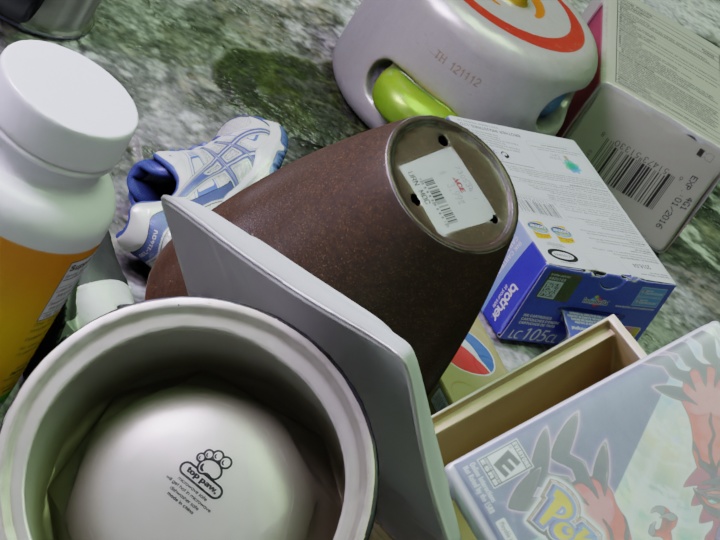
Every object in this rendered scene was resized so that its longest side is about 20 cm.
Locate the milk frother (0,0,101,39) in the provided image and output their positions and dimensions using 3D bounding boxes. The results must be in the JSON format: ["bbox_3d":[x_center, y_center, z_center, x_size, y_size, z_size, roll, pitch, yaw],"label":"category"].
[{"bbox_3d":[-0.241,-0.288,1.865,0.200,0.188,0.180,38,27,9],"label":"milk frother"}]

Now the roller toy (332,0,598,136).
[{"bbox_3d":[0.084,-0.170,2.082,0.182,0.140,0.200,16,31,-31],"label":"roller toy"}]

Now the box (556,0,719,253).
[{"bbox_3d":[0.223,-0.126,2.196,0.128,0.109,0.200,29,27,-9],"label":"box"}]

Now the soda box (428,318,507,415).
[{"bbox_3d":[0.039,0.051,1.763,0.068,0.064,0.200,13,34,-34],"label":"soda box"}]

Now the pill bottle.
[{"bbox_3d":[-0.202,-0.022,1.468,0.111,0.200,0.111,26,28,-15],"label":"pill bottle"}]

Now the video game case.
[{"bbox_3d":[0.170,0.152,1.458,0.182,0.023,0.200,-27,76,-16],"label":"video game case"}]

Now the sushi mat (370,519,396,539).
[{"bbox_3d":[-0.021,0.174,1.478,0.200,0.096,0.012,44,0,18],"label":"sushi mat"}]

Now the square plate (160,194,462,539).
[{"bbox_3d":[-0.018,0.065,1.463,0.028,0.200,0.198,-39,49,-23],"label":"square plate"}]

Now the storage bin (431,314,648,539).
[{"bbox_3d":[0.119,0.163,1.540,0.198,0.094,0.200,-28,58,-16],"label":"storage bin"}]

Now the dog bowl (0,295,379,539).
[{"bbox_3d":[-0.089,0.119,1.399,0.200,0.200,0.074,43,-14,16],"label":"dog bowl"}]

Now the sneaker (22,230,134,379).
[{"bbox_3d":[-0.145,0.055,1.554,0.088,0.074,0.200,21,40,-23],"label":"sneaker"}]

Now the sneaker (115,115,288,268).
[{"bbox_3d":[-0.105,-0.060,1.772,0.088,0.075,0.200,29,27,-9],"label":"sneaker"}]

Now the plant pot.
[{"bbox_3d":[0.000,0.000,1.599,0.186,0.200,0.188,20,51,-26],"label":"plant pot"}]

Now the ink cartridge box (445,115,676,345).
[{"bbox_3d":[0.135,-0.015,1.959,0.136,0.076,0.200,8,35,-39],"label":"ink cartridge box"}]
